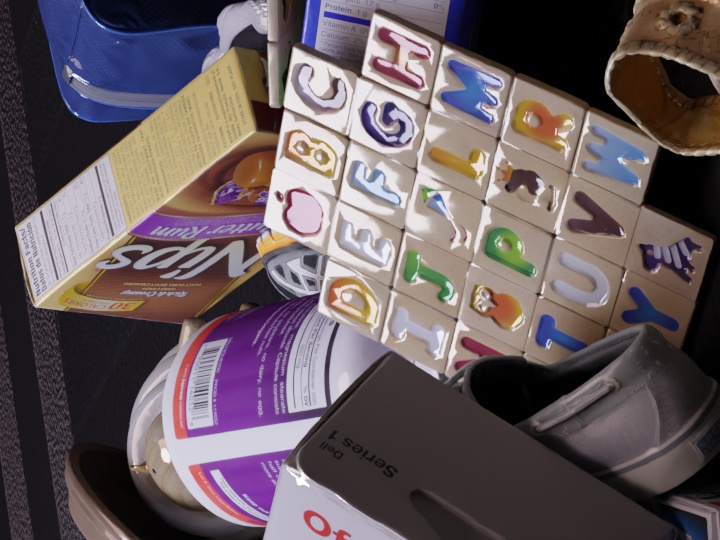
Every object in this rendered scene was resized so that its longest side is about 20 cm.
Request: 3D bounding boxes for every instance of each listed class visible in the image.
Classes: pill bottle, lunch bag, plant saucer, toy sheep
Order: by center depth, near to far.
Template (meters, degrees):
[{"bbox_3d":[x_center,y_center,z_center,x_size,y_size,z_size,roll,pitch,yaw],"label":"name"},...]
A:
[{"bbox_3d":[0.000,0.063,1.251,0.200,0.112,0.113,-13,81,48],"label":"pill bottle"},{"bbox_3d":[-0.069,0.092,1.500,0.200,0.138,0.138,-9,-84,-66],"label":"toy sheep"},{"bbox_3d":[-0.095,0.171,1.510,0.029,0.200,0.200,-55,27,6],"label":"plant saucer"},{"bbox_3d":[-0.140,-0.199,1.632,0.132,0.136,0.200,119,143,-58],"label":"lunch bag"}]

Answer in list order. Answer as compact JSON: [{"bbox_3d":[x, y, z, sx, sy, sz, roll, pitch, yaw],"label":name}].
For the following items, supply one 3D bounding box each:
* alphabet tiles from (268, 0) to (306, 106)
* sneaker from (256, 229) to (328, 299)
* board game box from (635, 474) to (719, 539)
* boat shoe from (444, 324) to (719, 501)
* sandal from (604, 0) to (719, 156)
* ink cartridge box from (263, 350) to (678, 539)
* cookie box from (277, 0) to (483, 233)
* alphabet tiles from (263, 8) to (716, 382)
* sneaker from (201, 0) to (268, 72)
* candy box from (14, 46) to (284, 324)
[{"bbox_3d":[-0.019,-0.167,1.284,0.200,0.006,0.167,-63,-24,-60],"label":"alphabet tiles"},{"bbox_3d":[0.000,0.000,1.359,0.200,0.078,0.077,147,105,-73],"label":"sneaker"},{"bbox_3d":[0.122,0.147,1.078,0.200,0.035,0.126,-169,75,-71],"label":"board game box"},{"bbox_3d":[0.069,0.064,1.073,0.201,0.070,0.072,-22,110,49],"label":"boat shoe"},{"bbox_3d":[0.128,-0.070,0.956,0.078,0.070,0.212,112,148,-53],"label":"sandal"},{"bbox_3d":[0.032,0.151,1.060,0.146,0.084,0.200,32,139,14],"label":"ink cartridge box"},{"bbox_3d":[0.021,-0.138,1.163,0.171,0.075,0.200,-74,-6,-58],"label":"cookie box"},{"bbox_3d":[0.050,-0.017,1.087,0.200,0.006,0.167,26,132,17],"label":"alphabet tiles"},{"bbox_3d":[-0.044,-0.089,1.474,0.200,0.075,0.114,141,122,-75],"label":"sneaker"},{"bbox_3d":[-0.083,-0.042,1.401,0.200,0.117,0.057,-35,61,38],"label":"candy box"}]
